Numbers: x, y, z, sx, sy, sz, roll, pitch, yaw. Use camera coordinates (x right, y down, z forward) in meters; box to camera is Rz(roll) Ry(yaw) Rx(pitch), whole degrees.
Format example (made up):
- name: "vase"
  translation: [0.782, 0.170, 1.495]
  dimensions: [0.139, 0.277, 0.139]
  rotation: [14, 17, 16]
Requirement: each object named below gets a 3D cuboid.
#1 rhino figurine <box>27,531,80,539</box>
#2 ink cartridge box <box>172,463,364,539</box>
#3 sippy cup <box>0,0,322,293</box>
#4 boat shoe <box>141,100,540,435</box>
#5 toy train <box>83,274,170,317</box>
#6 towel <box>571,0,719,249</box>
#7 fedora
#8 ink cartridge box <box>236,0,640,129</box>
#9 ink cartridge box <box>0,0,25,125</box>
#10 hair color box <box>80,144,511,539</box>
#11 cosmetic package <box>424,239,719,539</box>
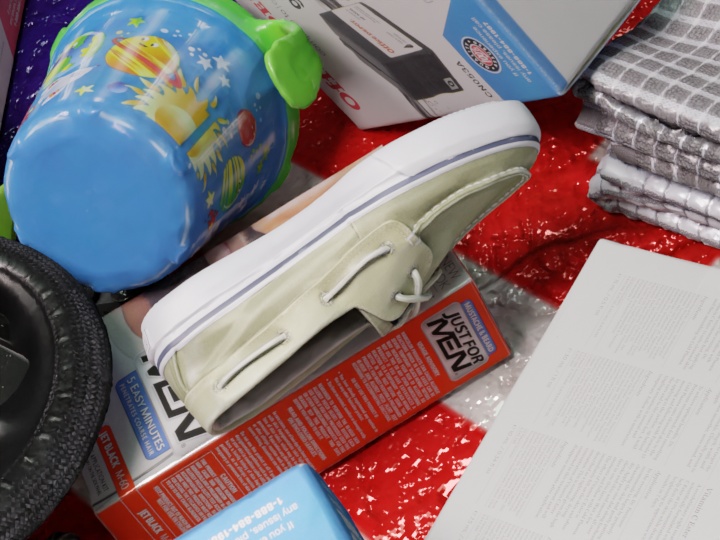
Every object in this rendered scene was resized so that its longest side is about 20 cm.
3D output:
- name: "rhino figurine"
  translation: [-0.119, 0.176, 0.825]
  dimensions: [0.087, 0.060, 0.200]
  rotation: [-39, 45, -10]
- name: "ink cartridge box"
  translation: [-0.026, 0.197, 0.695]
  dimensions: [0.144, 0.084, 0.201]
  rotation: [-31, 66, -2]
- name: "sippy cup"
  translation: [-0.109, -0.059, 0.932]
  dimensions: [0.139, 0.178, 0.130]
  rotation: [26, 29, -1]
- name: "boat shoe"
  translation: [0.000, 0.000, 0.830]
  dimensions: [0.199, 0.072, 0.062]
  rotation: [-33, 72, 3]
- name: "toy train"
  translation: [-0.190, 0.015, 1.011]
  dimensions: [0.199, 0.034, 0.046]
  rotation: [-7, 47, 22]
- name: "towel"
  translation: [0.211, -0.089, 0.856]
  dimensions: [0.199, 0.086, 0.166]
  rotation: [23, 65, 39]
- name: "fedora"
  translation: [-0.201, 0.080, 0.856]
  dimensions: [0.199, 0.092, 0.202]
  rotation: [0, 53, 0]
- name: "ink cartridge box"
  translation: [0.021, -0.152, 0.913]
  dimensions: [0.084, 0.145, 0.200]
  rotation: [-52, 21, -18]
- name: "ink cartridge box"
  translation: [-0.283, -0.181, 1.104]
  dimensions: [0.082, 0.200, 0.147]
  rotation: [-12, 48, 17]
- name: "hair color box"
  translation: [-0.044, 0.041, 0.895]
  dimensions: [0.199, 0.064, 0.111]
  rotation: [-31, 45, -1]
- name: "cosmetic package"
  translation: [0.124, 0.092, 0.775]
  dimensions: [0.150, 0.052, 0.201]
  rotation: [15, 61, 37]
